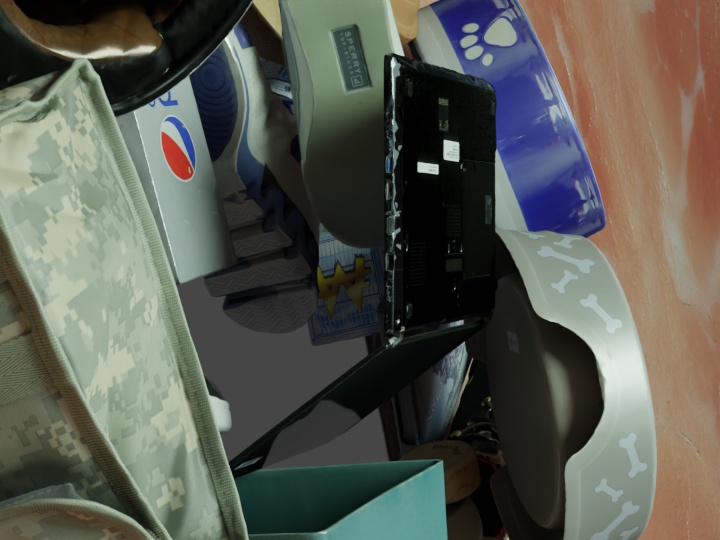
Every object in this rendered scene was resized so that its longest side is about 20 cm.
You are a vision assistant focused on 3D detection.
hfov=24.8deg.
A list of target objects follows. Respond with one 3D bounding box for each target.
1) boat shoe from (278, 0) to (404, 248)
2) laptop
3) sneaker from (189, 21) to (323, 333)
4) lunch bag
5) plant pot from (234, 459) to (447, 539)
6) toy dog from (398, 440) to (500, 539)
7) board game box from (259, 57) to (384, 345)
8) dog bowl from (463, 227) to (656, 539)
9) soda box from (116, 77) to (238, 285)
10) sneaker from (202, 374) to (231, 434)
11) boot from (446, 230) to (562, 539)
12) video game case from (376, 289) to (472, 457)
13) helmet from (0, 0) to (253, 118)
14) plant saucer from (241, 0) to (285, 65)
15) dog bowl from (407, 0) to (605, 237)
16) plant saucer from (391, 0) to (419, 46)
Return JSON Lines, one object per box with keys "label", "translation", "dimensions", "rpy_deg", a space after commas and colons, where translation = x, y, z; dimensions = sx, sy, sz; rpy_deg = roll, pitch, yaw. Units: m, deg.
{"label": "boat shoe", "translation": [-0.006, -0.109, 0.873], "dimensions": [0.072, 0.069, 0.203], "rpy_deg": [-98, 178, -55]}
{"label": "laptop", "translation": [0.000, 0.000, 0.830], "dimensions": [0.177, 0.102, 0.203], "rpy_deg": [-7, 97, -71]}
{"label": "sneaker", "translation": [-0.068, -0.076, 0.913], "dimensions": [0.116, 0.080, 0.201], "rpy_deg": [-73, 148, -53]}
{"label": "lunch bag", "translation": [-0.144, 0.053, 0.576], "dimensions": [0.118, 0.162, 0.202], "rpy_deg": [-54, 125, -65]}
{"label": "plant pot", "translation": [-0.037, 0.206, 0.768], "dimensions": [0.141, 0.140, 0.203], "rpy_deg": [-14, 98, -65]}
{"label": "toy dog", "translation": [0.004, 0.172, 0.944], "dimensions": [0.199, 0.096, 0.134], "rpy_deg": [-3, 88, -51]}
{"label": "board game box", "translation": [0.000, -0.055, 1.051], "dimensions": [0.201, 0.061, 0.201], "rpy_deg": [64, 27, -26]}
{"label": "dog bowl", "translation": [0.111, 0.071, 0.931], "dimensions": [0.200, 0.058, 0.203], "rpy_deg": [171, -90, -80]}
{"label": "soda box", "translation": [-0.125, -0.088, 0.802], "dimensions": [0.068, 0.063, 0.202], "rpy_deg": [-22, 98, -67]}
{"label": "sneaker", "translation": [-0.125, 0.018, 0.738], "dimensions": [0.199, 0.072, 0.113], "rpy_deg": [17, 64, -60]}
{"label": "boot", "translation": [0.096, 0.088, 1.082], "dimensions": [0.151, 0.073, 0.201], "rpy_deg": [-59, 170, -57]}
{"label": "video game case", "translation": [0.049, 0.027, 1.041], "dimensions": [0.201, 0.019, 0.144], "rpy_deg": [79, 29, -53]}
{"label": "helmet", "translation": [-0.139, -0.170, 0.664], "dimensions": [0.191, 0.200, 0.200], "rpy_deg": [47, 2, 42]}
{"label": "plant saucer", "translation": [-0.076, -0.198, 0.954], "dimensions": [0.201, 0.035, 0.201], "rpy_deg": [53, 20, -30]}
{"label": "dog bowl", "translation": [0.103, -0.105, 1.181], "dimensions": [0.200, 0.078, 0.202], "rpy_deg": [-23, 90, -87]}
{"label": "plant saucer", "translation": [-0.015, -0.240, 1.079], "dimensions": [0.201, 0.032, 0.201], "rpy_deg": [53, 18, -26]}
